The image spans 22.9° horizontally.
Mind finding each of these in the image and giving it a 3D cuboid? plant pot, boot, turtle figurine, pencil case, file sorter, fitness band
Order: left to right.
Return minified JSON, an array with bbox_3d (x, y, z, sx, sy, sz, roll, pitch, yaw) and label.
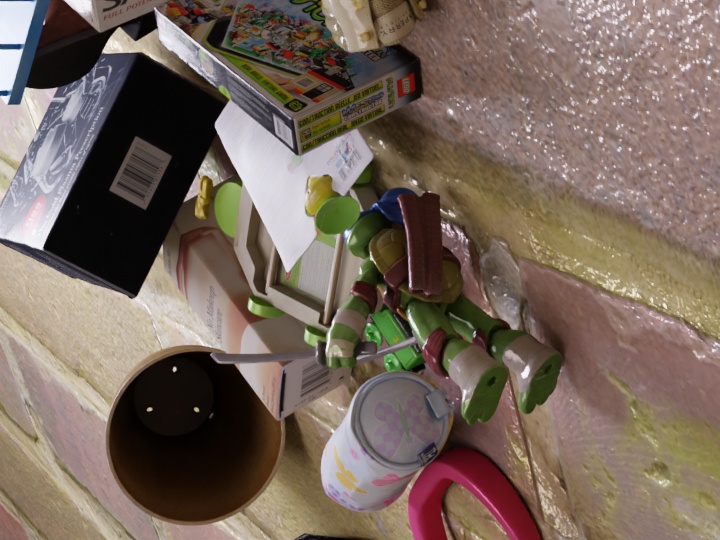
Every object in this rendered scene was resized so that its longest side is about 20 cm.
[{"bbox_3d":[-0.333,-0.254,1.442,0.139,0.122,0.200,50,131,36],"label":"file sorter"},{"bbox_3d":[-0.289,-0.269,1.574,0.200,0.188,0.069,45,150,10],"label":"boot"},{"bbox_3d":[-0.188,0.155,1.915,0.200,0.186,0.187,-143,30,-75],"label":"plant pot"},{"bbox_3d":[0.004,-0.224,1.170,0.200,0.073,0.156,9,123,65],"label":"boot"},{"bbox_3d":[0.019,0.147,1.512,0.083,0.091,0.200,49,160,8],"label":"pencil case"},{"bbox_3d":[0.038,0.058,1.323,0.194,0.200,0.144,38,177,35],"label":"turtle figurine"},{"bbox_3d":[0.096,0.232,1.534,0.144,0.037,0.200,56,156,16],"label":"fitness band"}]

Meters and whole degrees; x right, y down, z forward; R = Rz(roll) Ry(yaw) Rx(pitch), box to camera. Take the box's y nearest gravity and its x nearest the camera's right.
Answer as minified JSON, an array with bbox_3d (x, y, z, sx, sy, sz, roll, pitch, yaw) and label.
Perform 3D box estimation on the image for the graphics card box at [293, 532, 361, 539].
[{"bbox_3d":[-0.016,0.347,1.888,0.126,0.051,0.200,65,157,-5],"label":"graphics card box"}]

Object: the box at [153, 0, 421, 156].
[{"bbox_3d":[-0.057,-0.163,1.323,0.200,0.110,0.035,40,149,41],"label":"box"}]

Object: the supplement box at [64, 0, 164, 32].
[{"bbox_3d":[-0.219,-0.293,1.505,0.200,0.126,0.074,43,150,40],"label":"supplement box"}]

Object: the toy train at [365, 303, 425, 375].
[{"bbox_3d":[0.000,0.000,1.479,0.200,0.042,0.056,56,147,14],"label":"toy train"}]

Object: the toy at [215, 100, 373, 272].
[{"bbox_3d":[-0.043,-0.096,1.381,0.115,0.047,0.200,-53,37,22],"label":"toy"}]

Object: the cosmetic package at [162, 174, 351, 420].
[{"bbox_3d":[-0.095,0.024,1.645,0.200,0.087,0.103,51,156,26],"label":"cosmetic package"}]

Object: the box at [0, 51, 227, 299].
[{"bbox_3d":[-0.238,-0.092,1.656,0.104,0.200,0.182,29,172,-26],"label":"box"}]

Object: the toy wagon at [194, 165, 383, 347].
[{"bbox_3d":[-0.057,-0.033,1.470,0.200,0.040,0.156,26,115,37],"label":"toy wagon"}]
